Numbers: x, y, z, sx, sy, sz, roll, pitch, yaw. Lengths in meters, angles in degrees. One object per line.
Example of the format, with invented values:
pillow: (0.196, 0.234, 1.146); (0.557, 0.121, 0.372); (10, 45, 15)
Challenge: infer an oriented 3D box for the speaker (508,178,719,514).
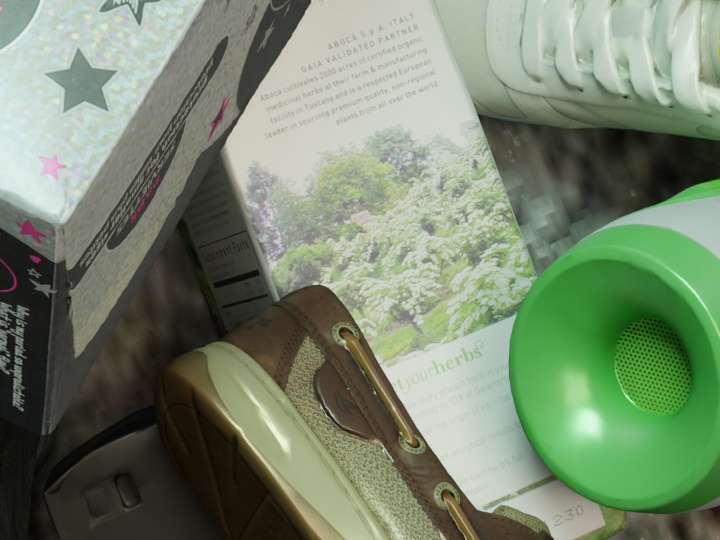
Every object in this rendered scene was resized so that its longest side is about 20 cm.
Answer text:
speaker: (0.130, 0.015, 0.808); (0.199, 0.088, 0.089); (-14, 89, -51)

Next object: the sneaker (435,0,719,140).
sneaker: (0.096, -0.076, 0.820); (0.199, 0.081, 0.077); (6, 94, 16)

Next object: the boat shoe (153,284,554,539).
boat shoe: (0.028, 0.091, 0.736); (0.072, 0.072, 0.200); (-34, 80, -28)

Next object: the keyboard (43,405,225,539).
keyboard: (-0.043, 0.134, 0.806); (0.103, 0.040, 0.201); (-19, 104, -6)

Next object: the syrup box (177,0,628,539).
syrup box: (0.000, 0.000, 0.814); (0.078, 0.081, 0.201); (-22, 91, -17)

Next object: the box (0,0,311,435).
box: (-0.075, -0.085, 0.689); (0.114, 0.132, 0.201); (26, 64, 4)

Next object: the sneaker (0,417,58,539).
sneaker: (-0.119, 0.000, 0.760); (0.060, 0.104, 0.201); (-7, 89, 6)
